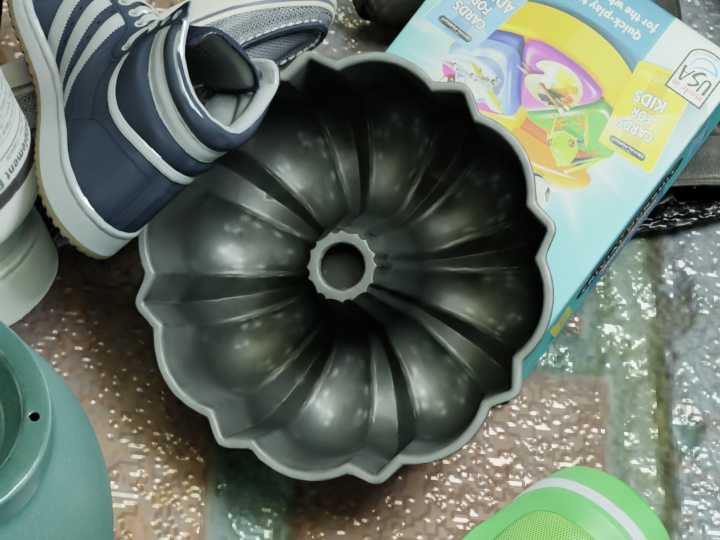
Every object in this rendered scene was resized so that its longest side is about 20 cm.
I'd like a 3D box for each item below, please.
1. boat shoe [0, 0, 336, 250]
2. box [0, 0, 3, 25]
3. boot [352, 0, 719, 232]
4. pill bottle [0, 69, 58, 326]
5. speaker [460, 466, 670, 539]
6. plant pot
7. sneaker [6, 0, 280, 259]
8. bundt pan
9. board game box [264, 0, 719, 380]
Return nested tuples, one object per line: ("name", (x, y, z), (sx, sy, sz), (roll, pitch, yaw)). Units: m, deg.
("boat shoe", (-0.089, -0.077, 1.477), (0.200, 0.075, 0.093), (-22, 70, -16))
("box", (-0.272, -0.185, 1.469), (0.106, 0.122, 0.200), (-26, 65, -26))
("boot", (0.106, -0.095, 1.529), (0.199, 0.069, 0.174), (-4, 59, -15))
("pill bottle", (-0.212, -0.065, 1.347), (0.111, 0.200, 0.112), (-14, 38, 11))
("speaker", (0.055, 0.175, 1.324), (0.088, 0.089, 0.200), (39, 57, 14))
("plant pot", (-0.199, 0.093, 1.292), (0.200, 0.134, 0.201), (6, 56, -9))
("sneaker", (-0.101, -0.107, 1.370), (0.070, 0.108, 0.200), (32, 33, -39))
("bundt pan", (0.000, 0.000, 1.390), (0.201, 0.076, 0.202), (-1, 87, 14))
("board game box", (0.073, -0.061, 1.466), (0.151, 0.047, 0.200), (35, 78, 12))
